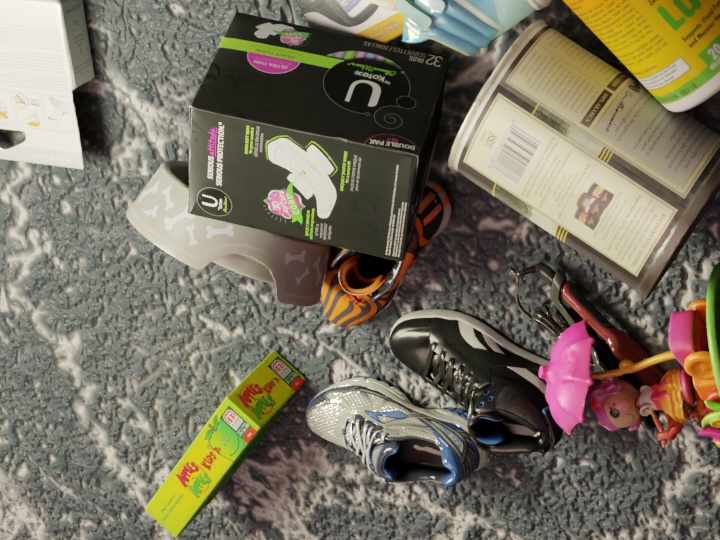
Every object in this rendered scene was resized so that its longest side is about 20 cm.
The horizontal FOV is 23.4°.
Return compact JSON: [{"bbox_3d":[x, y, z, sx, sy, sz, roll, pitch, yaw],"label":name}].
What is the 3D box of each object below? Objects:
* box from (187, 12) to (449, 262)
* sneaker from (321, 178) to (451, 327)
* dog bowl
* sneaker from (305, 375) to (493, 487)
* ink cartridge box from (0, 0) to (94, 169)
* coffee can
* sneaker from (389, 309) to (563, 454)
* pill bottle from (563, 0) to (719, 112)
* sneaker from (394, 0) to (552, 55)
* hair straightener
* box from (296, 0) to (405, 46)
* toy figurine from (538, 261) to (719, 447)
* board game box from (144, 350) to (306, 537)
[{"bbox_3d":[-0.037,-0.118,1.512,0.198,0.149,0.125,13,133,5],"label":"box"},{"bbox_3d":[0.000,0.000,1.611,0.077,0.112,0.201,39,132,5],"label":"sneaker"},{"bbox_3d":[-0.116,-0.039,1.615,0.199,0.200,0.059,28,101,14],"label":"dog bowl"},{"bbox_3d":[0.027,0.163,1.704,0.198,0.085,0.078,10,120,26],"label":"sneaker"},{"bbox_3d":[-0.359,-0.200,1.755,0.198,0.044,0.175,9,120,25],"label":"ink cartridge box"},{"bbox_3d":[0.193,-0.093,1.434,0.199,0.146,0.147,34,127,10],"label":"coffee can"},{"bbox_3d":[0.101,0.105,1.613,0.198,0.112,0.074,20,123,19],"label":"sneaker"},{"bbox_3d":[0.215,-0.230,1.347,0.200,0.111,0.111,44,129,-13],"label":"pill bottle"},{"bbox_3d":[0.056,-0.265,1.439,0.130,0.080,0.200,-40,92,15],"label":"sneaker"},{"bbox_3d":[0.202,0.071,1.580,0.200,0.041,0.077,43,129,-4],"label":"hair straightener"},{"bbox_3d":[-0.022,-0.290,1.517,0.118,0.041,0.201,-23,105,36],"label":"box"},{"bbox_3d":[0.251,0.097,1.498,0.182,0.151,0.200,-11,139,28],"label":"toy figurine"},{"bbox_3d":[-0.141,0.181,1.797,0.048,0.102,0.200,40,128,4],"label":"board game box"}]
